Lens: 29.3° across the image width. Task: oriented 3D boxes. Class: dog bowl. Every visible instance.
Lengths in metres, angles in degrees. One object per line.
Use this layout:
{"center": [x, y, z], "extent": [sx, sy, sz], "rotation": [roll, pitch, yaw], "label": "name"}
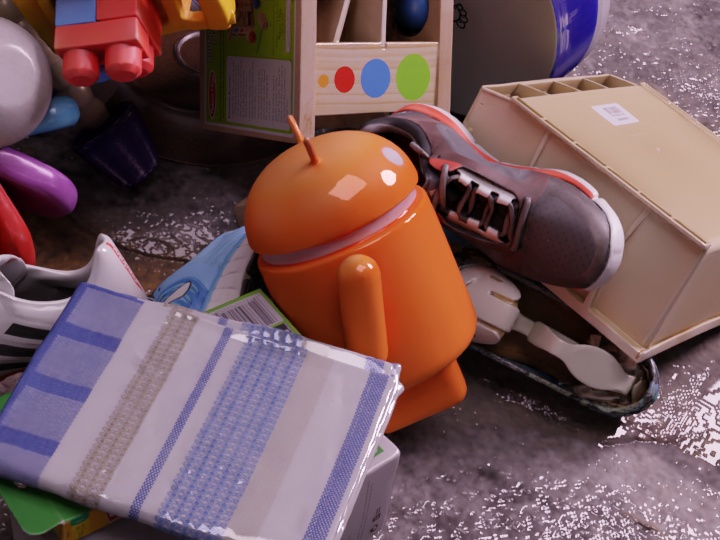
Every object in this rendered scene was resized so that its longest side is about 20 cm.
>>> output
{"center": [0.091, -0.223, 1.084], "extent": [0.200, 0.200, 0.079], "rotation": [34, 53, 18], "label": "dog bowl"}

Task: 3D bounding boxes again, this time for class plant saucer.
{"center": [-0.122, -0.164, 1.101], "extent": [0.200, 0.032, 0.200], "rotation": [6, 47, -7], "label": "plant saucer"}

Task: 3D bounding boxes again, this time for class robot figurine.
{"center": [0.001, 0.000, 0.852], "extent": [0.117, 0.200, 0.144], "rotation": [-9, 24, 39], "label": "robot figurine"}

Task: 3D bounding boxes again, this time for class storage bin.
{"center": [0.189, -0.051, 0.978], "extent": [0.199, 0.094, 0.200], "rotation": [42, 32, 25], "label": "storage bin"}

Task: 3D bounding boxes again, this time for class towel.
{"center": [-0.088, 0.081, 0.745], "extent": [0.200, 0.024, 0.147], "rotation": [15, 46, 9], "label": "towel"}

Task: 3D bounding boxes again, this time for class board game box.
{"center": [-0.115, 0.080, 0.775], "extent": [0.200, 0.030, 0.096], "rotation": [-21, 50, -31], "label": "board game box"}

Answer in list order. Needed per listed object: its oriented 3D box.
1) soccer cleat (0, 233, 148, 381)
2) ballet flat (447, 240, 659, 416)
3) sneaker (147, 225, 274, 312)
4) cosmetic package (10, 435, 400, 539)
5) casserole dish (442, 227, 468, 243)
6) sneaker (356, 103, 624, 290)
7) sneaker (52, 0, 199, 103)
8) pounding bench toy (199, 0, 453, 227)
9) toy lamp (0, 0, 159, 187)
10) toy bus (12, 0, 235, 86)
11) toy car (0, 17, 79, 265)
{"center": [-0.228, 0.036, 0.834], "extent": [0.200, 0.085, 0.069], "rotation": [-15, 26, -1], "label": "soccer cleat"}
{"center": [0.113, 0.037, 0.919], "extent": [0.200, 0.074, 0.074], "rotation": [24, 48, -1], "label": "ballet flat"}
{"center": [-0.108, 0.048, 0.897], "extent": [0.090, 0.078, 0.200], "rotation": [4, 47, 46], "label": "sneaker"}
{"center": [-0.088, 0.143, 0.795], "extent": [0.200, 0.085, 0.108], "rotation": [-29, 56, -33], "label": "cosmetic package"}
{"center": [0.057, -0.032, 1.016], "extent": [0.121, 0.039, 0.200], "rotation": [5, 47, -8], "label": "casserole dish"}
{"center": [0.073, -0.042, 0.890], "extent": [0.200, 0.077, 0.082], "rotation": [31, 25, 30], "label": "sneaker"}
{"center": [-0.202, -0.197, 1.053], "extent": [0.199, 0.081, 0.115], "rotation": [-36, 36, 3], "label": "sneaker"}
{"center": [-0.020, -0.127, 1.011], "extent": [0.156, 0.200, 0.124], "rotation": [-7, 13, -39], "label": "pounding bench toy"}
{"center": [-0.214, -0.144, 0.973], "extent": [0.058, 0.200, 0.058], "rotation": [-28, 26, 15], "label": "toy lamp"}
{"center": [-0.135, -0.207, 0.882], "extent": [0.200, 0.136, 0.192], "rotation": [-9, 68, 6], "label": "toy bus"}
{"center": [-0.258, -0.064, 0.902], "extent": [0.150, 0.175, 0.200], "rotation": [36, 68, -31], "label": "toy car"}
